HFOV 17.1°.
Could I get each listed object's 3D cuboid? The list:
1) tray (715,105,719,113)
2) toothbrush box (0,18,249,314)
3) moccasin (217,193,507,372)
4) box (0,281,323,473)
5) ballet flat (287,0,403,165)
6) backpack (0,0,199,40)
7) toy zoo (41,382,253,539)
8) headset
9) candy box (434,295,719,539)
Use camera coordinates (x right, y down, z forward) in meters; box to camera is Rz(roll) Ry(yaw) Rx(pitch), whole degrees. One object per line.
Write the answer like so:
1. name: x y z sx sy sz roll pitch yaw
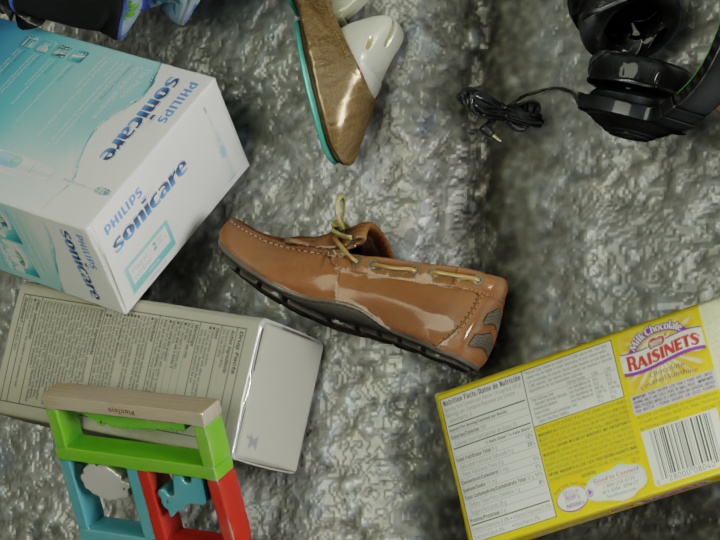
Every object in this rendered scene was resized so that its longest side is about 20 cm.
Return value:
1. tray: 0.296 -0.085 1.355 0.200 0.037 0.099 40 103 30
2. toothbrush box: -0.199 -0.073 1.587 0.200 0.085 0.146 16 55 32
3. moccasin: -0.001 -0.001 1.501 0.201 0.074 0.078 17 82 35
4. box: -0.133 0.069 1.562 0.200 0.078 0.095 10 82 32
5. ballet flat: -0.015 -0.167 1.548 0.072 0.068 0.200 -20 68 7
6. backpack: -0.146 -0.267 1.568 0.147 0.183 0.200 14 69 -3
7. toy zoo: -0.125 0.168 1.524 0.131 0.020 0.200 3 117 34
8. headset: 0.147 -0.131 1.404 0.200 0.094 0.124 -34 51 48
9. candy box: 0.144 0.094 1.425 0.200 0.026 0.102 -20 70 27
